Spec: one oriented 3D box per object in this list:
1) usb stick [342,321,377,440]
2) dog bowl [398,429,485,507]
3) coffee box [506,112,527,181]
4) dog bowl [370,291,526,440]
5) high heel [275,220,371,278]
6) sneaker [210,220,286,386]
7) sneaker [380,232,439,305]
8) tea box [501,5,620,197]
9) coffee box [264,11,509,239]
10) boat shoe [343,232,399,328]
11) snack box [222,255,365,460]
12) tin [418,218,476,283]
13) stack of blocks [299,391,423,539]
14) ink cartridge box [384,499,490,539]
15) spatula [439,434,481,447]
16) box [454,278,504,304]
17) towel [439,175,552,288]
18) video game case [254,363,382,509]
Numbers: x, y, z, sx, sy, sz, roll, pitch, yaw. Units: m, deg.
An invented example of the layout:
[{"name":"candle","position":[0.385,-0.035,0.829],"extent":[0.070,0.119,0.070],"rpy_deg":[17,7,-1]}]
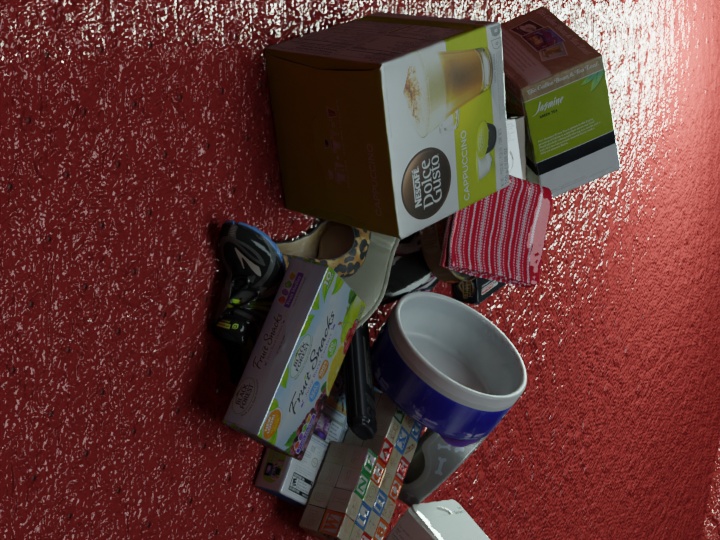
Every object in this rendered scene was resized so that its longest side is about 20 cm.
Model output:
[{"name":"usb stick","position":[-0.004,0.117,1.520],"extent":[0.056,0.032,0.202],"rpy_deg":[58,21,-50]},{"name":"dog bowl","position":[0.113,0.248,1.680],"extent":[0.200,0.059,0.200],"rpy_deg":[-45,175,-4]},{"name":"coffee box","position":[0.178,-0.120,1.708],"extent":[0.079,0.114,0.202],"rpy_deg":[-11,106,-23]},{"name":"dog bowl","position":[0.114,0.123,1.575],"extent":[0.199,0.200,0.079],"rpy_deg":[-18,145,-55]},{"name":"high heel","position":[-0.051,-0.042,1.444],"extent":[0.201,0.071,0.143],"rpy_deg":[-57,148,-20]},{"name":"sneaker","position":[-0.126,0.041,1.347],"extent":[0.083,0.070,0.202],"rpy_deg":[-40,133,-55]},{"name":"sneaker","position":[0.076,0.005,1.665],"extent":[0.199,0.080,0.087],"rpy_deg":[-32,143,-41]},{"name":"tea box","position":[0.269,-0.248,1.768],"extent":[0.132,0.200,0.198],"rpy_deg":[-22,126,-6]},{"name":"coffee box","position":[0.033,-0.176,1.397],"extent":[0.197,0.199,0.202],"rpy_deg":[-26,120,-37]},{"name":"boat shoe","position":[0.000,0.000,1.542],"extent":[0.202,0.072,0.063],"rpy_deg":[-65,-171,-18]},{"name":"snack box","position":[-0.071,0.101,1.362],"extent":[0.202,0.052,0.142],"rpy_deg":[-68,155,-12]},{"name":"tin","position":[0.114,-0.083,1.624],"extent":[0.112,0.042,0.203],"rpy_deg":[-10,89,-56]},{"name":"stack of blocks","position":[0.005,0.258,1.535],"extent":[0.115,0.058,0.202],"rpy_deg":[52,54,-50]},{"name":"ink cartridge box","position":[0.070,0.423,1.665],"extent":[0.201,0.084,0.146],"rpy_deg":[-55,152,16]},{"name":"spatula","position":[0.079,0.173,1.603],"extent":[0.056,0.199,0.021],"rpy_deg":[-13,124,-37]},{"name":"box","position":[0.207,-0.073,1.882],"extent":[0.199,0.049,0.201],"rpy_deg":[-28,119,-52]},{"name":"towel","position":[0.188,-0.059,1.626],"extent":[0.199,0.022,0.146],"rpy_deg":[12,88,-45]},{"name":"video game case","position":[-0.042,0.218,1.548],"extent":[0.200,0.045,0.183],"rpy_deg":[42,62,-54]}]
